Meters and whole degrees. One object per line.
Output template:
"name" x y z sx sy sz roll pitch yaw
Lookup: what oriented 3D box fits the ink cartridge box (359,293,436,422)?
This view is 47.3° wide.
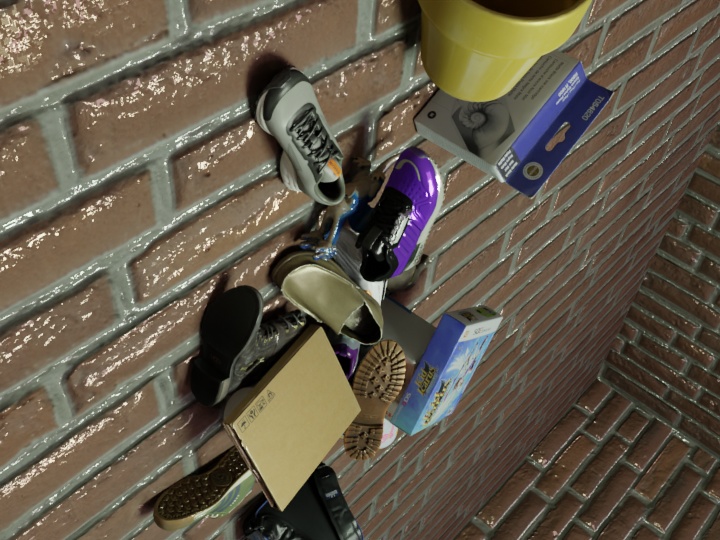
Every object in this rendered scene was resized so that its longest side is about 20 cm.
"ink cartridge box" 0.050 0.151 1.375 0.084 0.145 0.200 -41 151 -33

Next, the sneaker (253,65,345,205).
"sneaker" -0.056 -0.145 0.905 0.074 0.079 0.200 -46 152 -15

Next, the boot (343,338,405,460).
"boot" 0.013 0.185 1.294 0.107 0.075 0.200 -101 -152 -69

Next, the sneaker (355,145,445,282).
"sneaker" 0.042 -0.060 1.052 0.099 0.070 0.200 -29 144 -38

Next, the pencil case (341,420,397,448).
"pencil case" 0.007 0.285 1.539 0.091 0.083 0.200 -50 155 -1

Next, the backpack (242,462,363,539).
"backpack" -0.097 0.478 1.469 0.200 0.191 0.154 -34 164 -37

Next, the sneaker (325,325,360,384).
"sneaker" -0.039 0.146 1.257 0.200 0.074 0.088 97 4 -51

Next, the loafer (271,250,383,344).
"loafer" -0.033 0.039 1.109 0.200 0.067 0.076 30 104 -37

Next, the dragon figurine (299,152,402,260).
"dragon figurine" -0.003 -0.091 1.087 0.200 0.059 0.100 -37 150 -32

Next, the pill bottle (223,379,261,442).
"pill bottle" -0.112 0.216 1.211 0.113 0.113 0.200 -58 154 6

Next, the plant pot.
"plant pot" 0.150 -0.305 0.962 0.201 0.201 0.189 -43 169 -24

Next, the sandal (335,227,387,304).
"sandal" 0.006 0.004 1.197 0.059 0.079 0.207 -41 149 -26

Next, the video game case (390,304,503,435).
"video game case" 0.142 0.157 1.324 0.181 0.045 0.200 -3 121 -62

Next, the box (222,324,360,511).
"box" -0.086 0.198 1.120 0.200 0.021 0.164 -48 126 -38

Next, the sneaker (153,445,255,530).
"sneaker" -0.223 0.343 1.220 0.200 0.067 0.090 -30 140 -48

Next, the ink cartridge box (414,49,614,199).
"ink cartridge box" 0.209 -0.226 1.129 0.200 0.200 0.041 -51 155 -9

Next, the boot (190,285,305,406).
"boot" -0.132 0.082 1.078 0.174 0.069 0.200 -23 147 -53

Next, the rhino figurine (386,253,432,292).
"rhino figurine" 0.053 -0.027 1.265 0.088 0.060 0.200 -54 154 -10
